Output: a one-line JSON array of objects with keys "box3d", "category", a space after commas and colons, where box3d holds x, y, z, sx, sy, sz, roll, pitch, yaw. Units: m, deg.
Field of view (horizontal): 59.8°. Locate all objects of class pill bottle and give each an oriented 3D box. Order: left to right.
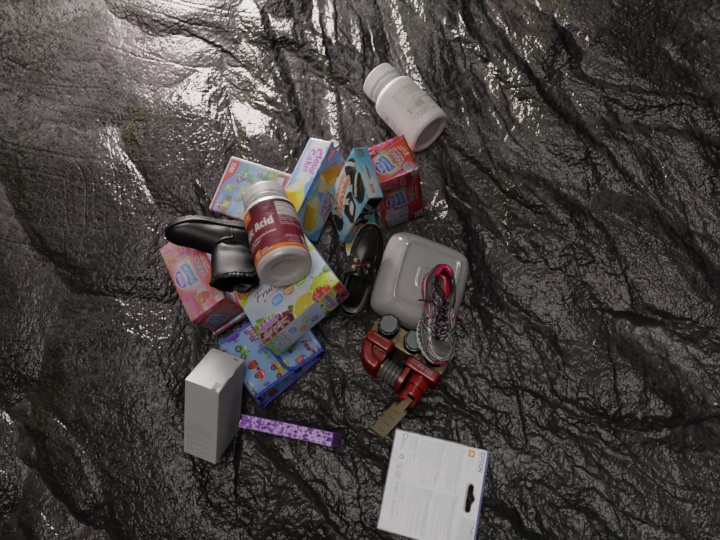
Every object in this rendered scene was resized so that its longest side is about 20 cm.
[{"box3d": [-0.177, -0.079, 1.288, 0.112, 0.115, 0.202, -22, 57, 0], "category": "pill bottle"}, {"box3d": [0.101, -0.388, 1.475, 0.114, 0.115, 0.201, -39, 73, -5], "category": "pill bottle"}]

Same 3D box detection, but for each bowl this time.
[{"box3d": [0.136, 0.025, 1.343, 0.197, 0.075, 0.203, 21, 75, -6], "category": "bowl"}]

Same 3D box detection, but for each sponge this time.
[{"box3d": [-0.141, 0.330, 1.293, 0.196, 0.112, 0.030, 9, 76, 10], "category": "sponge"}]

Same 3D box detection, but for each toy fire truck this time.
[{"box3d": [0.065, 0.226, 1.306, 0.174, 0.129, 0.201, 30, 69, 15], "category": "toy fire truck"}]

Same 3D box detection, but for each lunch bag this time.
[{"box3d": [-0.184, 0.173, 1.370, 0.199, 0.094, 0.151, -37, 69, -17], "category": "lunch bag"}]

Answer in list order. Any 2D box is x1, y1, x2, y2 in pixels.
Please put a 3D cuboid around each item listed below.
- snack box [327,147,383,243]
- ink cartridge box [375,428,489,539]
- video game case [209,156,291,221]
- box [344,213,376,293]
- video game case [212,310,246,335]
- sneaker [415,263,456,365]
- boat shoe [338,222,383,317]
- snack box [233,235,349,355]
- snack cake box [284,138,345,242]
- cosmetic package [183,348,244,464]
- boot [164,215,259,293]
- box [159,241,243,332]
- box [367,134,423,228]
[{"box3d": [-0.015, -0.155, 1.328, 0.036, 0.200, 0.118, -9, 69, -23], "category": "snack box"}, {"box3d": [0.146, 0.440, 1.260, 0.196, 0.041, 0.203, 11, 75, 10], "category": "ink cartridge box"}, {"box3d": [-0.247, -0.181, 1.502, 0.197, 0.017, 0.145, 18, 77, 13], "category": "video game case"}, {"box3d": [0.007, -0.049, 1.420, 0.081, 0.049, 0.204, -12, 72, 4], "category": "box"}, {"box3d": [-0.273, 0.036, 1.423, 0.198, 0.017, 0.144, -32, 66, 5], "category": "video game case"}, {"box3d": [0.154, 0.086, 1.249, 0.079, 0.075, 0.204, 2, 73, -9], "category": "sneaker"}, {"box3d": [0.003, 0.001, 1.328, 0.072, 0.063, 0.205, 17, 102, -3], "category": "boat shoe"}, {"box3d": [-0.147, 0.048, 1.318, 0.199, 0.068, 0.169, -38, 52, 0], "category": "snack box"}, {"box3d": [-0.108, -0.183, 1.436, 0.066, 0.115, 0.203, 17, 76, 31], "category": "snack cake box"}, {"box3d": [-0.298, 0.276, 1.275, 0.080, 0.113, 0.203, 16, 120, 11], "category": "cosmetic package"}, {"box3d": [-0.302, -0.030, 1.303, 0.195, 0.074, 0.164, 1, 49, -23], "category": "boot"}, {"box3d": [-0.350, 0.020, 1.387, 0.094, 0.103, 0.202, -33, 66, 4], "category": "box"}, {"box3d": [0.074, -0.189, 1.372, 0.098, 0.201, 0.097, -21, 65, 0], "category": "box"}]
